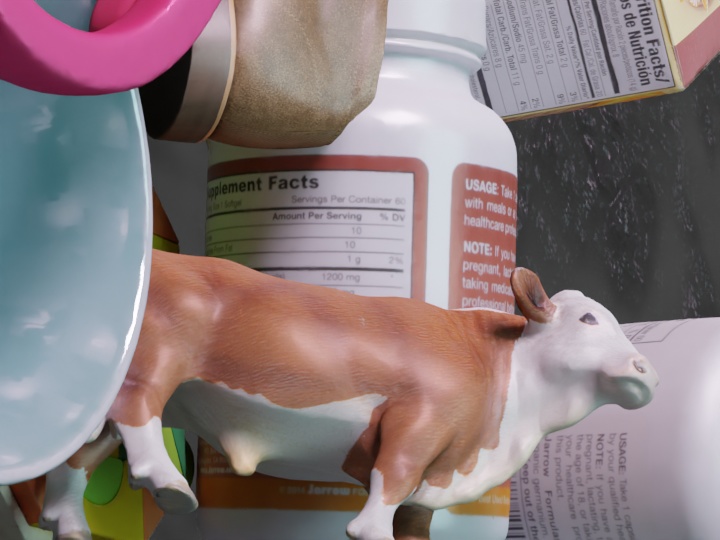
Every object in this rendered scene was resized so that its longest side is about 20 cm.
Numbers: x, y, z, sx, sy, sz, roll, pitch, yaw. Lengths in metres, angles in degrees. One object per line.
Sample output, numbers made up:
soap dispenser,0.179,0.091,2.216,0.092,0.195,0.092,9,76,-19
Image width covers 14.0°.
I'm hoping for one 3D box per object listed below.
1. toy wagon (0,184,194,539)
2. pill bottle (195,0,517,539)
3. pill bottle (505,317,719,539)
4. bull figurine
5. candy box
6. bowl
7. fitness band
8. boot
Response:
toy wagon,-0.108,-0.001,0.995,0.155,0.040,0.200,25,59,-59
pill bottle,0.000,0.000,1.044,0.112,0.112,0.200,13,78,-61
pill bottle,0.124,0.076,1.109,0.114,0.200,0.114,8,79,-51
bull figurine,-0.008,0.046,0.941,0.065,0.200,0.121,95,6,-50
candy box,0.045,-0.093,1.148,0.115,0.200,0.055,-43,119,-60
bowl,-0.155,-0.031,0.841,0.201,0.105,0.201,33,52,-55
fitness band,-0.078,-0.144,0.855,0.144,0.037,0.200,52,46,-45
boot,-0.035,-0.130,1.002,0.075,0.074,0.200,7,65,-21
